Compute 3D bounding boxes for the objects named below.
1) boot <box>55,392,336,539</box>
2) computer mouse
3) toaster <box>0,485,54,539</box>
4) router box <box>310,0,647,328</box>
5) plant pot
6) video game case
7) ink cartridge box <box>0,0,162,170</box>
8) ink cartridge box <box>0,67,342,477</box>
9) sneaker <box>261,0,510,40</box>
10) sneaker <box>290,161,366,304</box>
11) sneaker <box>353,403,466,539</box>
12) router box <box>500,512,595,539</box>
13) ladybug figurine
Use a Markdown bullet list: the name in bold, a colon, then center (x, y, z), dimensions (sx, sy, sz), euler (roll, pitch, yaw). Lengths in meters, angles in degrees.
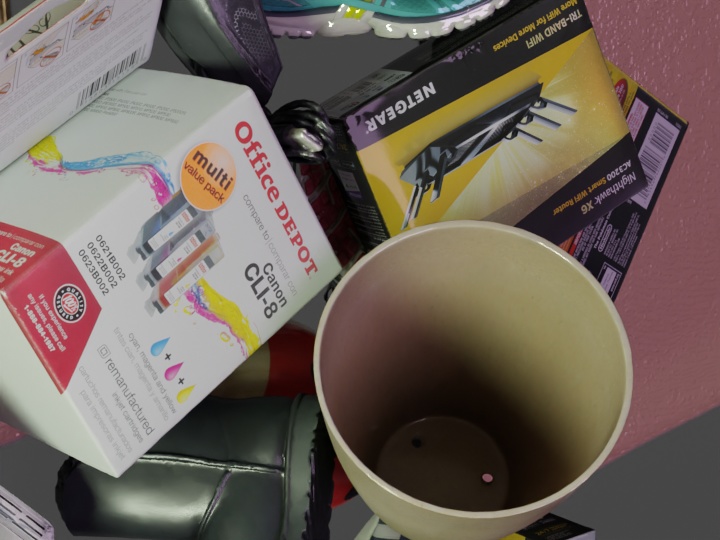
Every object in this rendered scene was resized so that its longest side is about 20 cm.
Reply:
- **boot**: center (-0.106, 0.166, 1.156), dimensions (0.076, 0.167, 0.201), euler (47, 46, -68)
- **computer mouse**: center (-0.093, -0.150, 1.141), dimensions (0.053, 0.138, 0.201), euler (-28, 108, -25)
- **toaster**: center (-0.267, 0.167, 1.069), dimensions (0.200, 0.113, 0.129), euler (43, 70, -30)
- **router box**: center (0.082, -0.080, 1.238), dimensions (0.200, 0.052, 0.158), euler (-33, 114, -21)
- **plant pot**: center (0.059, 0.097, 1.163), dimensions (0.187, 0.187, 0.200), euler (-47, 165, -22)
- **video game case**: center (0.162, -0.065, 1.443), dimensions (0.180, 0.025, 0.201), euler (29, 82, -41)
- **ink cartridge box**: center (-0.193, -0.120, 1.041), dimensions (0.044, 0.174, 0.200), euler (44, 64, 9)
- **ink cartridge box**: center (-0.143, -0.007, 1.116), dimensions (0.200, 0.144, 0.146), euler (-43, 124, -26)
- **sneaker**: center (0.009, -0.195, 1.196), dimensions (0.199, 0.078, 0.080), euler (-4, 121, -9)
- **sneaker**: center (0.000, 0.000, 1.294), dimensions (0.081, 0.075, 0.201), euler (-36, 109, -35)
- **sneaker**: center (0.051, 0.178, 1.314), dimensions (0.075, 0.085, 0.201), euler (6, 123, -22)
- **router box**: center (0.100, 0.269, 1.381), dimensions (0.052, 0.157, 0.201), euler (-11, 106, -38)
- **ladybug figurine**: center (-0.050, 0.105, 1.270), dimensions (0.200, 0.072, 0.136), euler (26, 83, -41)
